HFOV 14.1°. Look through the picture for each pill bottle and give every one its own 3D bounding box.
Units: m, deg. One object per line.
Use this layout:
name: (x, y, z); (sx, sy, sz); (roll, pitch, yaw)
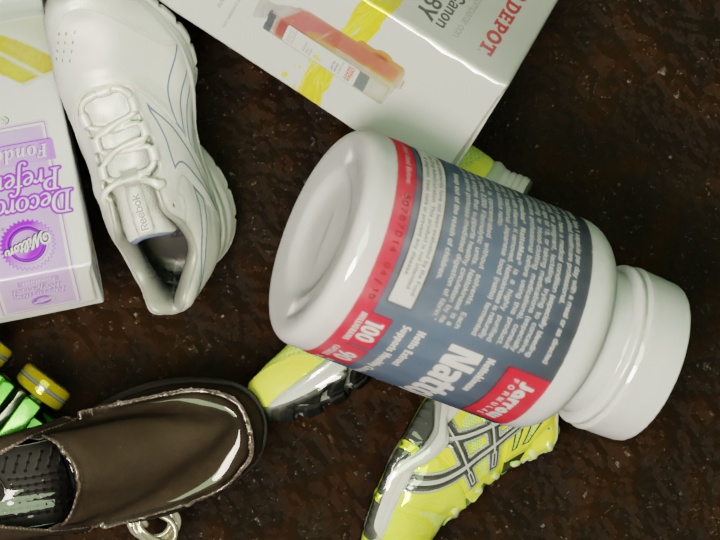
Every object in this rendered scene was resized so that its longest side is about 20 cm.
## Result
pill bottle: (0.065, 0.015, 1.513); (0.200, 0.120, 0.120); (21, 86, -19)

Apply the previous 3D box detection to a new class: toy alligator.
toy alligator: (-0.183, 0.086, 1.599); (0.200, 0.054, 0.059); (38, 87, -9)

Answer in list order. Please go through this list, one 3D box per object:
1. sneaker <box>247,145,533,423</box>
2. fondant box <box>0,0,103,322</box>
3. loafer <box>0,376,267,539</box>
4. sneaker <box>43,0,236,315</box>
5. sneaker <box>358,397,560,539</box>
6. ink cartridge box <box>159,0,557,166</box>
sneaker: (0.000, 0.000, 1.608); (0.090, 0.078, 0.200); (43, 79, 7)
fondant box: (-0.228, -0.067, 1.569); (0.144, 0.058, 0.200); (-12, 68, -4)
loafer: (-0.143, 0.110, 1.542); (0.200, 0.071, 0.073); (-17, 96, -8)
sneaker: (-0.116, -0.066, 1.550); (0.074, 0.087, 0.200); (-15, 122, 13)
sneaker: (0.066, 0.092, 1.601); (0.076, 0.075, 0.200); (32, 87, -1)
ink cartridge box: (0.002, -0.161, 1.571); (0.200, 0.083, 0.145); (33, 41, -2)
